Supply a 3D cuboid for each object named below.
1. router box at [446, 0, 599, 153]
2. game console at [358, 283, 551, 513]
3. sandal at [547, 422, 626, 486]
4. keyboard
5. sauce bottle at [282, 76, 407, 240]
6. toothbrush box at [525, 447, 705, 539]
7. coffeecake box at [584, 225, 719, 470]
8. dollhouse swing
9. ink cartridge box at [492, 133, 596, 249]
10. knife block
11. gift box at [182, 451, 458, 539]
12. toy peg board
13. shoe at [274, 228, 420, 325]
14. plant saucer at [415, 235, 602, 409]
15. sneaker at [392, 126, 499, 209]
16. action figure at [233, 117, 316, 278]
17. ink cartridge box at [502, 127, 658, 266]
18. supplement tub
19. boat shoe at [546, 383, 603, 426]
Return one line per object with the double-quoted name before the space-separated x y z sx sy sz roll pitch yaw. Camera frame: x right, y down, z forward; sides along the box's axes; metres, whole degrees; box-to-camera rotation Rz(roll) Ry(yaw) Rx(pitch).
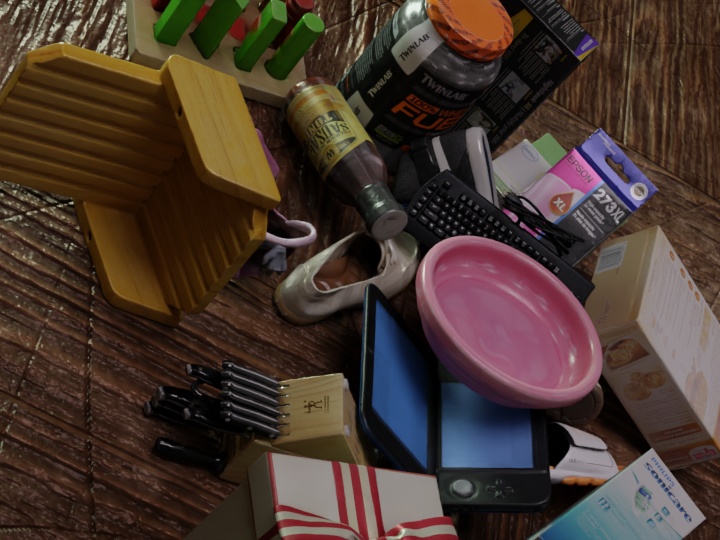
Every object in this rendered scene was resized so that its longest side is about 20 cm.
"router box" 0.137 -0.231 1.847 0.157 0.200 0.052 46 43 2
"game console" 0.088 0.113 1.564 0.170 0.118 0.200 0 40 3
"sandal" 0.182 0.175 1.635 0.206 0.079 0.059 6 84 -33
"keyboard" 0.145 -0.028 1.691 0.200 0.040 0.104 37 82 -5
"sauce bottle" -0.013 -0.112 1.704 0.066 0.066 0.200 2 40 -37
"toothbrush box" 0.196 0.261 1.536 0.200 0.146 0.085 -25 75 -46
"coffeecake box" 0.315 0.081 1.777 0.200 0.073 0.154 54 36 -26
"dollhouse swing" -0.208 -0.070 1.445 0.176 0.200 0.182 0 57 -39
"ink cartridge box" 0.220 -0.082 1.909 0.146 0.048 0.200 49 44 6
"knife block" -0.086 0.152 1.480 0.200 0.175 0.064 68 17 -50
"gift box" -0.019 0.265 1.335 0.184 0.187 0.200 7 52 -33
"toy peg board" -0.133 -0.291 1.762 0.200 0.098 0.199 15 50 -30
"shoe" 0.000 0.000 1.662 0.200 0.053 0.070 -27 75 -46
"plant saucer" 0.134 0.056 1.610 0.200 0.051 0.201 23 38 -19
"sneaker" 0.089 -0.041 1.757 0.073 0.112 0.200 -3 84 -75
"action figure" -0.128 -0.091 1.577 0.134 0.149 0.200 7 67 -27
"ink cartridge box" 0.216 -0.058 1.809 0.200 0.037 0.095 -41 84 -11
"supplement tub" 0.063 -0.204 1.768 0.122 0.200 0.123 20 47 -23
"boat shoe" 0.150 0.085 1.713 0.202 0.075 0.075 35 17 -6
